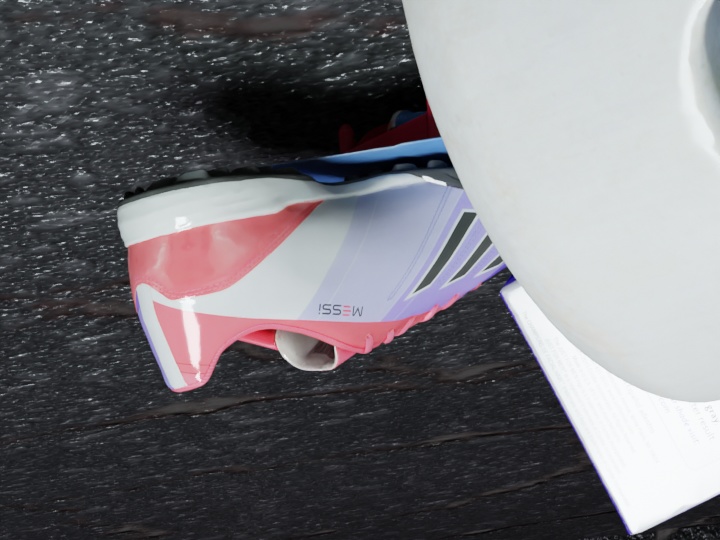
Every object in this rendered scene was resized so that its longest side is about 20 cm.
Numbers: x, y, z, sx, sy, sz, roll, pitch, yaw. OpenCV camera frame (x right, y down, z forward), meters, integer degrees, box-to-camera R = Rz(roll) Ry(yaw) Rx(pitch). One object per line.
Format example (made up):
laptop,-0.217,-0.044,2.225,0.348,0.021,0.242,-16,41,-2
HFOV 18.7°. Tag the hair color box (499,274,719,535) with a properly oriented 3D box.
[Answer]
hair color box,0.165,0.003,0.826,0.199,0.110,0.065,-28,-177,15

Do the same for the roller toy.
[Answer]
roller toy,0.108,-0.070,0.504,0.139,0.184,0.199,-17,165,31

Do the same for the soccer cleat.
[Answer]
soccer cleat,0.000,0.000,0.802,0.199,0.074,0.068,-4,174,-41

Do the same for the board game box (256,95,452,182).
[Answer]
board game box,0.041,-0.058,0.864,0.198,0.039,0.158,-8,173,21
